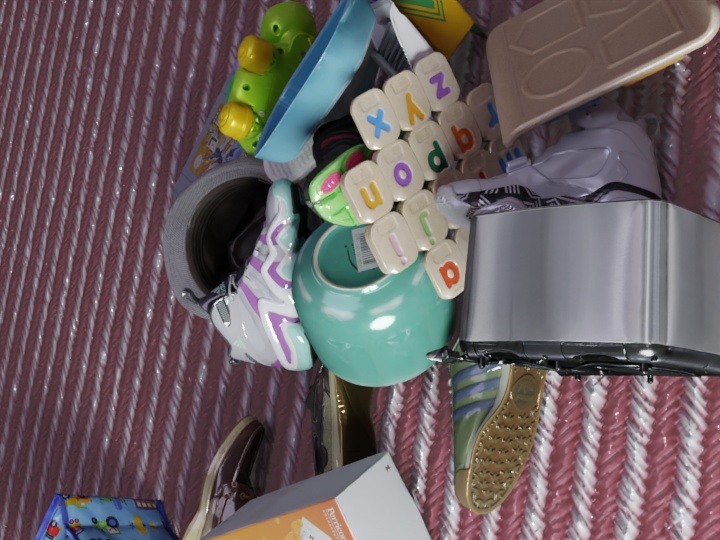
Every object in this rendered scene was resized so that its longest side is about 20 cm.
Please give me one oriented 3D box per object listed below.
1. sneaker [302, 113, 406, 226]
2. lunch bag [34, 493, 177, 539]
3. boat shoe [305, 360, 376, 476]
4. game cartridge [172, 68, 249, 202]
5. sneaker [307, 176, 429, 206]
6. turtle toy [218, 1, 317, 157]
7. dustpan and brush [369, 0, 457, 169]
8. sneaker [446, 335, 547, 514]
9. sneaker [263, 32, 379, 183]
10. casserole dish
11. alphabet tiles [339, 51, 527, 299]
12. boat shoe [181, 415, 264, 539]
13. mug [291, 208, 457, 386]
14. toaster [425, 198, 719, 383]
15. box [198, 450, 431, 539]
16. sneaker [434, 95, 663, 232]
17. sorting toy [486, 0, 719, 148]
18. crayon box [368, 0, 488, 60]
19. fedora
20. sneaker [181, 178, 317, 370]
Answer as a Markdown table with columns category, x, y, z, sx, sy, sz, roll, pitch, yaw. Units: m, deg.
| category | x | y | z | sx | sy | sz | roll | pitch | yaw |
| --- | --- | --- | --- | --- | --- | --- | --- | --- | --- |
| sneaker | -0.011 | -0.098 | 0.970 | 0.083 | 0.200 | 0.078 | -2 | 115 | 22 |
| lunch bag | -0.328 | 0.371 | 1.222 | 0.201 | 0.150 | 0.094 | -56 | 48 | 17 |
| boat shoe | -0.026 | 0.132 | 1.052 | 0.064 | 0.073 | 0.203 | -13 | 69 | 36 |
| game cartridge | -0.159 | -0.144 | 1.291 | 0.133 | 0.041 | 0.202 | 41 | 107 | 47 |
| sneaker | 0.019 | -0.114 | 1.082 | 0.199 | 0.074 | 0.080 | 18 | 85 | 46 |
| turtle toy | -0.092 | -0.211 | 1.178 | 0.101 | 0.144 | 0.203 | 8 | 82 | 59 |
| dustpan and brush | 0.064 | -0.166 | 1.003 | 0.057 | 0.200 | 0.140 | -43 | 13 | 1 |
| sneaker | 0.114 | 0.109 | 0.935 | 0.089 | 0.066 | 0.203 | 18 | 93 | 57 |
| sneaker | -0.028 | -0.173 | 1.098 | 0.073 | 0.082 | 0.202 | 32 | 91 | 25 |
| casserole dish | -0.041 | -0.180 | 0.982 | 0.200 | 0.038 | 0.122 | -50 | 18 | 43 |
| alphabet tiles | 0.071 | -0.086 | 0.930 | 0.015 | 0.199 | 0.197 | -9 | 112 | 57 |
| boat shoe | -0.141 | 0.264 | 1.142 | 0.071 | 0.072 | 0.202 | 21 | 81 | 15 |
| mug | -0.002 | 0.009 | 0.984 | 0.183 | 0.115 | 0.153 | 25 | 65 | 29 |
| toaster | 0.183 | 0.023 | 0.793 | 0.179 | 0.198 | 0.121 | -4 | 79 | 44 |
| box | -0.041 | 0.271 | 0.978 | 0.199 | 0.097 | 0.126 | -27 | 90 | 36 |
| sneaker | 0.167 | -0.088 | 0.897 | 0.197 | 0.075 | 0.117 | 3 | 72 | 14 |
| sorting toy | 0.203 | -0.200 | 0.895 | 0.198 | 0.037 | 0.186 | -29 | 33 | 22 |
| crayon box | 0.030 | -0.283 | 1.025 | 0.052 | 0.199 | 0.125 | -54 | 46 | 2 |
| fedora | -0.121 | -0.033 | 1.170 | 0.198 | 0.090 | 0.179 | -24 | 75 | 28 |
| sneaker | -0.118 | 0.008 | 1.059 | 0.138 | 0.078 | 0.203 | -1 | 104 | 11 |
